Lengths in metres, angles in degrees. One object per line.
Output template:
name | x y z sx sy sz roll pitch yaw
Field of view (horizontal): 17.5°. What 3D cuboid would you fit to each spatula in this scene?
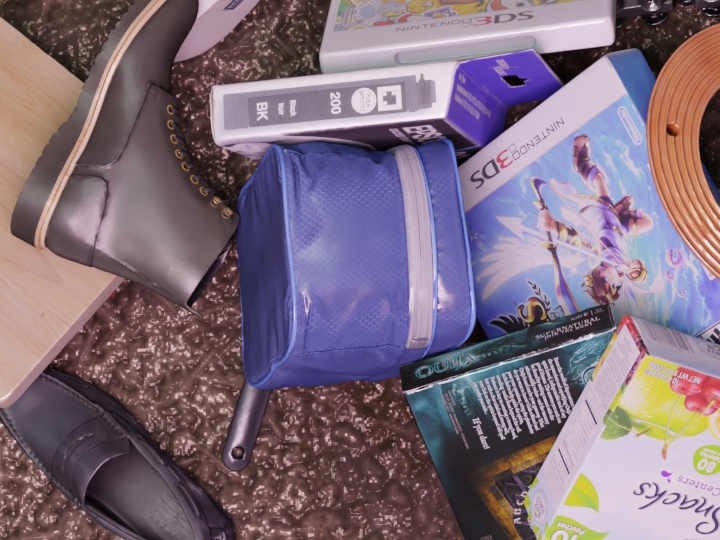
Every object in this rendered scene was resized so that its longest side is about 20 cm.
spatula | -0.054 0.037 1.553 0.056 0.021 0.201 18 92 -15

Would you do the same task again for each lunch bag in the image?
lunch bag | 0.000 0.000 1.454 0.131 0.200 0.137 -2 80 -12

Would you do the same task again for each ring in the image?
ring | 0.259 -0.060 1.417 0.199 0.019 0.202 9 64 -19

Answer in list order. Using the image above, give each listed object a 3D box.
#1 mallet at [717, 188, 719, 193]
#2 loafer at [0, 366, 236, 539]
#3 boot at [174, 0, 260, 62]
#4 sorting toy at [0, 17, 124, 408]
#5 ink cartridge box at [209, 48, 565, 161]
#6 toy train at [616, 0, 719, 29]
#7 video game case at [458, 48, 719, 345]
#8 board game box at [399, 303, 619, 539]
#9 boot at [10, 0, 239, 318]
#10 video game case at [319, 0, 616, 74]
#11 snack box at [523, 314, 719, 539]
mallet | 0.274 -0.070 1.473 0.199 0.066 0.041 -28 95 7
loafer | -0.167 0.128 1.544 0.200 0.070 0.068 38 91 14
boot | -0.082 -0.230 1.544 0.200 0.073 0.091 -36 73 28
sorting toy | -0.240 -0.036 1.562 0.200 0.070 0.199 38 77 14
ink cartridge box | 0.027 -0.096 1.462 0.198 0.198 0.044 -6 85 12
toy train | 0.181 -0.185 1.525 0.198 0.034 0.046 -6 72 11
video game case | 0.147 -0.005 1.461 0.181 0.045 0.201 -37 75 38
board game box | 0.118 0.120 1.435 0.134 0.201 0.028 -17 35 7
boot | -0.118 -0.080 1.505 0.138 0.077 0.201 27 84 5
video game case | 0.073 -0.190 1.483 0.181 0.201 0.023 -6 124 11
snack box | 0.216 0.122 1.396 0.199 0.053 0.143 17 115 -20
